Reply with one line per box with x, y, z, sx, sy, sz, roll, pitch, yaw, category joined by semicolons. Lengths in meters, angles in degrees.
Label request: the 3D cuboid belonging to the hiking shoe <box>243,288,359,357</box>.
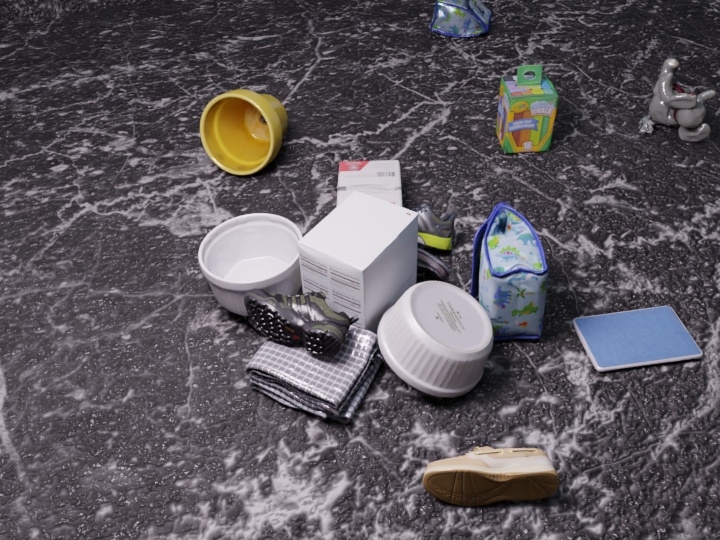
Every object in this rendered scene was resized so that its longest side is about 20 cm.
-0.104;0.075;1.159;0.198;0.077;0.101;24;40;17;hiking shoe

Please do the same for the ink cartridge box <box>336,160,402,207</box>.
0.021;-0.161;1.532;0.144;0.084;0.202;-1;41;2;ink cartridge box

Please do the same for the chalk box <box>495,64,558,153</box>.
0.422;-0.418;1.716;0.123;0.202;0.125;-4;40;-1;chalk box

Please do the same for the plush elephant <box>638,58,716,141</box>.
0.832;-0.424;1.740;0.201;0.165;0.154;-53;41;-9;plush elephant

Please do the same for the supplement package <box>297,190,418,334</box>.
0.000;0.000;1.257;0.146;0.202;0.191;22;46;26;supplement package

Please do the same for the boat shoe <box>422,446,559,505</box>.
0.190;0.300;1.007;0.196;0.075;0.069;0;28;2;boat shoe

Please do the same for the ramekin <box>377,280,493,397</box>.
0.135;0.107;1.156;0.199;0.095;0.204;15;41;-13;ramekin

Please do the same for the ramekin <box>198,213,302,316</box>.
-0.199;-0.006;1.281;0.196;0.106;0.202;-3;42;3;ramekin

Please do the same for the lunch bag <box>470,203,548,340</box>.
0.271;0.000;1.254;0.125;0.172;0.202;-1;41;4;lunch bag

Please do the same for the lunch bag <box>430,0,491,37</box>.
0.352;-0.882;2.328;0.197;0.129;0.171;17;40;3;lunch bag

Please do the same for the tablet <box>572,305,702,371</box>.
0.501;0.123;1.230;0.196;0.014;0.131;-7;41;-4;tablet

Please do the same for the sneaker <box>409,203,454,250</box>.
0.109;-0.104;1.418;0.197;0.082;0.074;13;12;-19;sneaker

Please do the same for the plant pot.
-0.276;-0.366;1.716;0.197;0.204;0.189;9;27;14;plant pot

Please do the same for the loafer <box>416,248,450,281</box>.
0.092;-0.013;1.381;0.199;0.072;0.063;28;68;38;loafer

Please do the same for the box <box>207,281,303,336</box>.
-0.177;0.021;1.363;0.199;0.048;0.192;-33;47;-29;box

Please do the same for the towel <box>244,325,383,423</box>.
-0.076;0.158;1.168;0.197;0.087;0.166;17;45;21;towel
